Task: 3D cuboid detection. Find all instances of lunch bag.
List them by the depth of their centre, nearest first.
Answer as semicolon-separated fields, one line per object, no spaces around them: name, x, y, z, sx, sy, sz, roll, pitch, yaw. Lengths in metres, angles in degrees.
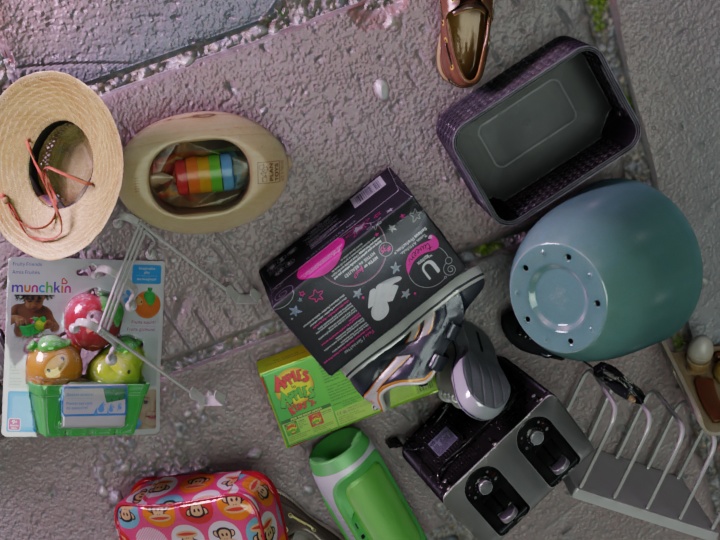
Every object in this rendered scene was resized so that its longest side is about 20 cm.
lunch bag;-0.182;0.332;1.646;0.198;0.082;0.178;-6;107;18

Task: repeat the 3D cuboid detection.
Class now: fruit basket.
fruit basket;-0.309;0.088;1.571;0.183;0.094;0.203;2;98;-26

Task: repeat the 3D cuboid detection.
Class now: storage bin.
storage bin;0.203;-0.161;1.594;0.199;0.094;0.136;-33;109;2

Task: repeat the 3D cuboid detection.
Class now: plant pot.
plant pot;0.261;0.012;1.568;0.160;0.199;0.203;-22;115;-49

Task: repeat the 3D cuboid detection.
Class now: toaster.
toaster;0.155;0.212;1.652;0.181;0.200;0.119;-42;111;-4

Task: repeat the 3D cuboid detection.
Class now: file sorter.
file sorter;0.350;0.219;1.698;0.198;0.139;0.126;18;107;-14

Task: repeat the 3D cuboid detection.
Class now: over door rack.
over door rack;-0.222;0.049;1.559;0.199;0.066;0.149;34;60;-31

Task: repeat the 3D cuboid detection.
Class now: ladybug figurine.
ladybug figurine;-0.175;-0.113;1.555;0.197;0.072;0.137;-3;107;-8

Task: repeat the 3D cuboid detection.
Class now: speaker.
speaker;0.014;0.293;1.697;0.088;0.089;0.201;-29;108;0

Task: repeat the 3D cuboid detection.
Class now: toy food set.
toy food set;0.477;0.119;1.688;0.197;0.144;0.061;-8;129;-7

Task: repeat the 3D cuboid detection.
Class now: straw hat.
straw hat;-0.316;-0.116;1.518;0.199;0.085;0.204;3;98;25

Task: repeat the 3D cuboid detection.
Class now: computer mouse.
computer mouse;0.248;0.109;1.652;0.199;0.059;0.034;31;72;25

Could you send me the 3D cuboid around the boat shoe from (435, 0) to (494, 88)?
boat shoe;0.120;-0.304;1.552;0.071;0.068;0.203;-4;106;-8

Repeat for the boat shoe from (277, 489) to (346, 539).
boat shoe;-0.090;0.325;1.701;0.199;0.060;0.072;34;99;-17

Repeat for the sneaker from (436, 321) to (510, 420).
sneaker;0.126;0.132;1.612;0.073;0.200;0.071;31;108;-8

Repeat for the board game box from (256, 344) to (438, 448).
board game box;-0.014;0.126;1.663;0.198;0.048;0.103;-20;107;-4

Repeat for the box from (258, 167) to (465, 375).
box;0.000;0.000;1.586;0.199;0.132;0.115;-38;112;3

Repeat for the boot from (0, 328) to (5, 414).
boot;-0.465;0.089;1.575;0.130;0.070;0.202;-20;119;-7

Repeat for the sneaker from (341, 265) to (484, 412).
sneaker;0.076;0.081;1.594;0.199;0.078;0.080;-40;83;10
